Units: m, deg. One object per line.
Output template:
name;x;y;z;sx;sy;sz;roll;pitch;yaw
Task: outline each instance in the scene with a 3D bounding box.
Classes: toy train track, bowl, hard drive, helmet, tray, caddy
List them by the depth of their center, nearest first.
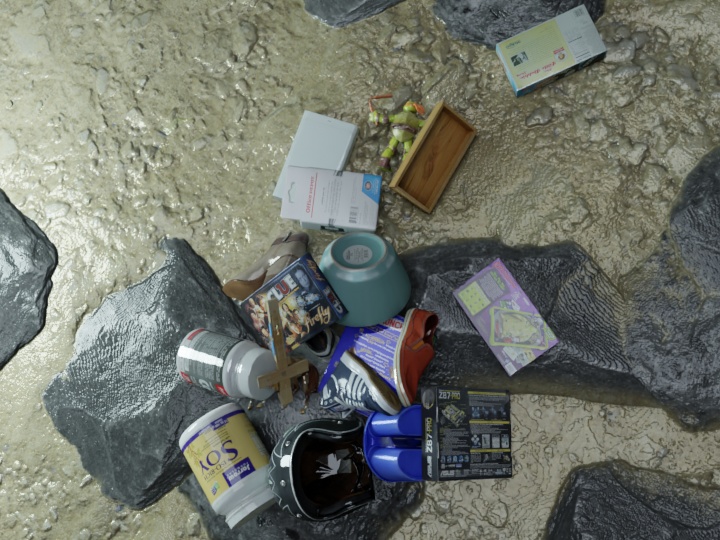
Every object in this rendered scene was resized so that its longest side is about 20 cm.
caddy;0.095;0.316;1.354;0.104;0.197;0.145;-16;68;51
helmet;-0.076;0.369;1.365;0.187;0.200;0.204;-11;76;0
toy train track;-0.159;0.153;1.396;0.032;0.113;0.204;8;109;51
bowl;0.000;0.000;1.428;0.196;0.106;0.203;-2;41;2
tray;0.149;-0.231;1.505;0.098;0.037;0.202;32;86;-21
hard drive;-0.095;-0.233;1.587;0.130;0.026;0.203;18;82;15

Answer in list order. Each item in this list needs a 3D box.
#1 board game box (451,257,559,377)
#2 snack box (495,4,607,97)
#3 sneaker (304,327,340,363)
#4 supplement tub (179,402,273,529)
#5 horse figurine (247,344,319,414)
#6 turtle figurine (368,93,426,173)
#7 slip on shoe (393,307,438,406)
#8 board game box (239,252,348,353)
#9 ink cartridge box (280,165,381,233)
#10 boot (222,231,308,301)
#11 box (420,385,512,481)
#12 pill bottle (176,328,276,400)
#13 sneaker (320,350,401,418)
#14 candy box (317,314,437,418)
board game box;0.282;0.091;1.439;0.119;0.032;0.202;-35;74;7
snack box;0.393;-0.454;1.523;0.197;0.037;0.118;-23;74;7
sneaker;-0.110;0.097;1.495;0.074;0.080;0.200;-43;72;3
supplement tub;-0.248;0.379;1.430;0.144;0.145;0.201;-36;73;3
horse figurine;-0.155;0.217;1.481;0.196;0.050;0.135;-3;60;29
turtle figurine;0.101;-0.284;1.533;0.196;0.064;0.165;13;89;2
slip on shoe;0.102;0.153;1.332;0.060;0.075;0.202;-4;47;25
board game box;-0.132;0.073;1.414;0.199;0.035;0.137;-35;90;36
ink cartridge box;-0.060;-0.143;1.516;0.196;0.067;0.118;7;81;0
boot;-0.191;-0.013;1.534;0.197;0.070;0.148;-3;50;40
box;0.196;0.296;1.337;0.049;0.197;0.165;-12;74;51
pill bottle;-0.261;0.188;1.459;0.197;0.113;0.116;10;80;35
sneaker;-0.005;0.236;1.334;0.109;0.070;0.200;-53;33;2
candy box;0.035;0.182;1.447;0.167;0.077;0.203;24;85;17
